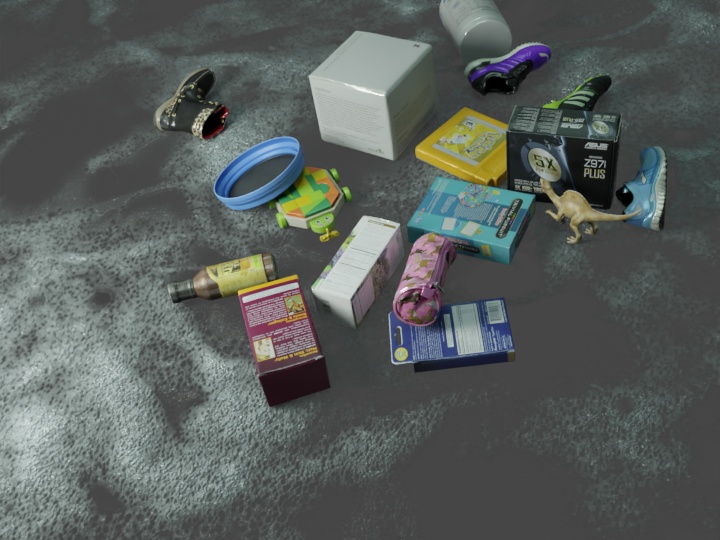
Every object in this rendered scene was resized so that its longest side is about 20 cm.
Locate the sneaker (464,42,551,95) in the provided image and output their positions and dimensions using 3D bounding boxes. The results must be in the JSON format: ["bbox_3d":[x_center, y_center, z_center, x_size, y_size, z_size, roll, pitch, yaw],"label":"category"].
[{"bbox_3d":[0.341,-0.436,1.918,0.199,0.070,0.100,-19,52,-3],"label":"sneaker"}]

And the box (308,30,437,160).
[{"bbox_3d":[0.032,-0.376,1.835,0.199,0.172,0.199,20,52,27],"label":"box"}]

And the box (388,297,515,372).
[{"bbox_3d":[0.149,0.108,1.430,0.199,0.033,0.122,-6,44,4],"label":"box"}]

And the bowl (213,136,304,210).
[{"bbox_3d":[-0.204,-0.197,1.758,0.200,0.039,0.201,-21,34,15],"label":"bowl"}]

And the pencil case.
[{"bbox_3d":[0.112,0.012,1.467,0.086,0.083,0.200,-2,29,15],"label":"pencil case"}]

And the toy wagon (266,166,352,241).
[{"bbox_3d":[-0.096,-0.134,1.713,0.155,0.040,0.200,-22,46,-11],"label":"toy wagon"}]

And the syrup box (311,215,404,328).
[{"bbox_3d":[0.000,0.000,1.533,0.081,0.079,0.200,14,50,24],"label":"syrup box"}]

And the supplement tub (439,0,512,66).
[{"bbox_3d":[0.268,-0.576,2.019,0.131,0.132,0.201,-12,46,-2],"label":"supplement tub"}]

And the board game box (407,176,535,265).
[{"bbox_3d":[0.208,-0.096,1.612,0.199,0.047,0.151,14,50,23],"label":"board game box"}]

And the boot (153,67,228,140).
[{"bbox_3d":[-0.365,-0.382,1.987,0.150,0.073,0.200,21,56,29],"label":"boot"}]

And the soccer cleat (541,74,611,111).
[{"bbox_3d":[0.462,-0.344,1.807,0.200,0.068,0.081,-32,66,-19],"label":"soccer cleat"}]

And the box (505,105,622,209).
[{"bbox_3d":[0.379,-0.211,1.611,0.199,0.164,0.086,9,47,18],"label":"box"}]

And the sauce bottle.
[{"bbox_3d":[-0.250,0.019,1.573,0.199,0.065,0.065,-14,45,-4],"label":"sauce bottle"}]

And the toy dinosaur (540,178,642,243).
[{"bbox_3d":[0.395,-0.098,1.539,0.199,0.101,0.058,27,55,32],"label":"toy dinosaur"}]

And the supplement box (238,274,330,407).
[{"bbox_3d":[-0.129,0.114,1.439,0.110,0.086,0.200,-16,45,-6],"label":"supplement box"}]

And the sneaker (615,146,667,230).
[{"bbox_3d":[0.520,-0.160,1.596,0.089,0.079,0.201,3,46,18],"label":"sneaker"}]

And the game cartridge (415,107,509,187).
[{"bbox_3d":[0.243,-0.255,1.774,0.200,0.033,0.176,28,57,34],"label":"game cartridge"}]
